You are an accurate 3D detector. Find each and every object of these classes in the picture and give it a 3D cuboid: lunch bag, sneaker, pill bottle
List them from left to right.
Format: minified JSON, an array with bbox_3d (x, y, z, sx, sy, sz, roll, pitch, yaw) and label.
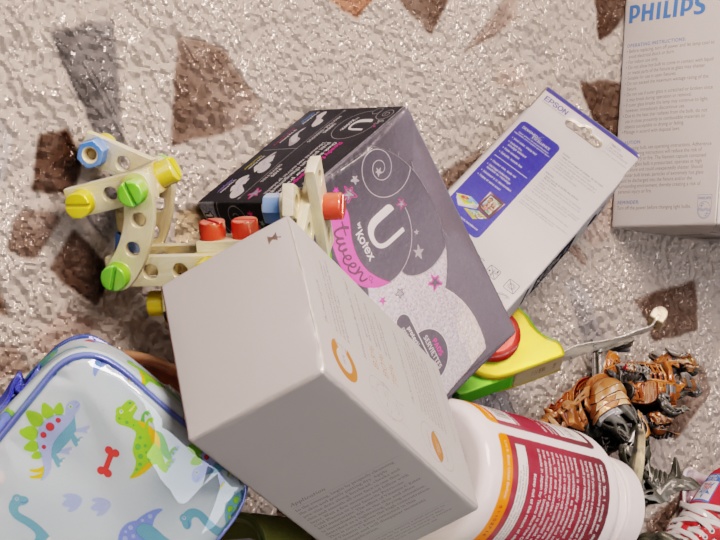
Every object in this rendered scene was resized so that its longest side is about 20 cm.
[{"bbox_3d":[-0.179,0.149,1.179,0.161,0.082,0.200,40,88,-12],"label":"lunch bag"},{"bbox_3d":[0.119,0.166,1.428,0.200,0.113,0.113,18,80,-42],"label":"pill bottle"},{"bbox_3d":[0.283,0.231,1.649,0.200,0.071,0.113,-8,100,-47],"label":"sneaker"}]

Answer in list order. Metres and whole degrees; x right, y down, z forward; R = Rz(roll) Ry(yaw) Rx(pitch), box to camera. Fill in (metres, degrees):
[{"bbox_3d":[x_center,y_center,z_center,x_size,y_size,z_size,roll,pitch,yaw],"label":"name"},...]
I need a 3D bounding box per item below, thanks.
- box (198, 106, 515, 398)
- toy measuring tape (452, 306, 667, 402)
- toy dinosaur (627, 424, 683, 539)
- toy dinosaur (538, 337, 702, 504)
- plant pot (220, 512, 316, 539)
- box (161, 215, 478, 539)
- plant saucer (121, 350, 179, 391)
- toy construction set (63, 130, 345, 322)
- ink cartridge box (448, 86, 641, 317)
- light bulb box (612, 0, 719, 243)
[{"bbox_3d":[0.000,0.000,1.376,0.132,0.115,0.200,-42,116,-32],"label":"box"},{"bbox_3d":[0.137,0.045,1.498,0.199,0.074,0.074,-19,105,-8],"label":"toy measuring tape"},{"bbox_3d":[0.207,0.226,1.520,0.047,0.088,0.201,-30,150,-58],"label":"toy dinosaur"},{"bbox_3d":[0.205,0.130,1.587,0.199,0.102,0.136,-18,89,-12],"label":"toy dinosaur"},{"bbox_3d":[-0.034,0.246,1.301,0.200,0.187,0.188,38,67,-37],"label":"plant pot"},{"bbox_3d":[-0.024,0.081,1.205,0.200,0.097,0.125,46,22,-46],"label":"box"},{"bbox_3d":[-0.170,0.153,1.287,0.200,0.037,0.201,-1,91,-39],"label":"plant saucer"},{"bbox_3d":[-0.094,-0.026,1.257,0.092,0.199,0.132,-30,119,-60],"label":"toy construction set"},{"bbox_3d":[0.124,-0.048,1.496,0.099,0.039,0.200,38,62,12],"label":"ink cartridge box"},{"bbox_3d":[0.328,-0.126,1.644,0.198,0.125,0.201,7,86,-39],"label":"light bulb box"}]
